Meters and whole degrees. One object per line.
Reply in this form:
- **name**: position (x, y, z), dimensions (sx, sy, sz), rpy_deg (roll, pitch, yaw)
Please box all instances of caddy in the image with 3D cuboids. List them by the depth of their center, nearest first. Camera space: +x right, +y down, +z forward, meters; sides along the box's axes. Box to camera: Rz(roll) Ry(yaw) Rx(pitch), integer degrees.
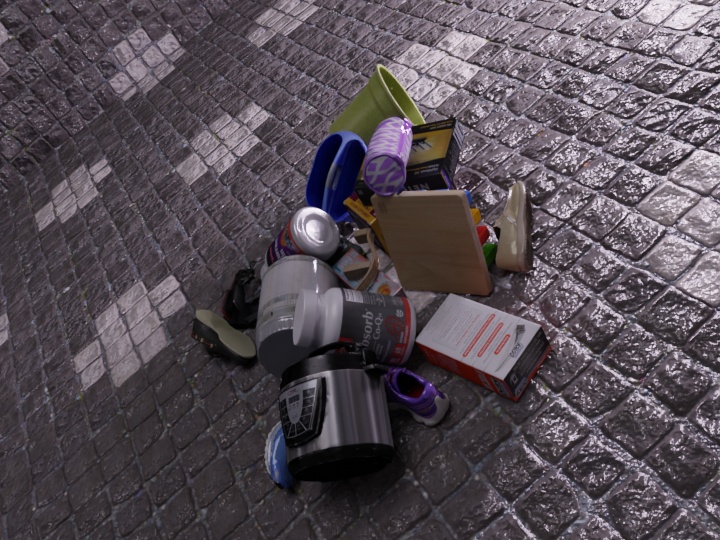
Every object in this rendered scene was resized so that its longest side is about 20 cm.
- **caddy**: position (-0.042, -0.199, 1.664), dimensions (0.139, 0.104, 0.205), rpy_deg (20, 96, 29)

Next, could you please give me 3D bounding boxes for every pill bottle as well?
- **pill bottle**: position (-0.012, 0.093, 1.302), dimensions (0.195, 0.118, 0.117), rpy_deg (8, 38, -14)
- **pill bottle**: position (-0.132, -0.032, 1.573), dimensions (0.200, 0.110, 0.113), rpy_deg (-45, 22, 47)

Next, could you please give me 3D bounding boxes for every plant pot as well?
- **plant pot**: position (0.033, -0.336, 1.768), dimensions (0.183, 0.200, 0.203), rpy_deg (-36, 35, 20)

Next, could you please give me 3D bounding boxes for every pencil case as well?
- **pencil case**: position (0.053, -0.214, 1.397), dimensions (0.086, 0.083, 0.201), rpy_deg (-49, 16, 28)

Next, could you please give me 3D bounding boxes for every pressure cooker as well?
- **pressure cooker**: position (-0.043, 0.216, 1.199), dimensions (0.171, 0.180, 0.205), rpy_deg (-4, 66, -9)

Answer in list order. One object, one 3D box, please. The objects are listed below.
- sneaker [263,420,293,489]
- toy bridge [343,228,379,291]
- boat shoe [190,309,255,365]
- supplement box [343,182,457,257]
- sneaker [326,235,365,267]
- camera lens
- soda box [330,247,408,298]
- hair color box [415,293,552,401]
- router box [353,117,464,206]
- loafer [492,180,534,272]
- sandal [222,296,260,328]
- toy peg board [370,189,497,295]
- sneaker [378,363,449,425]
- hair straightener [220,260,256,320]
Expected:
- **sneaker**: position (-0.095, 0.276, 1.298), dimensions (0.088, 0.079, 0.203), rpy_deg (-5, 47, 38)
- **toy bridge**: position (0.000, 0.000, 1.436), dimensions (0.066, 0.027, 0.203), rpy_deg (-12, 44, 30)
- **boat shoe**: position (-0.289, 0.152, 1.601), dimensions (0.200, 0.073, 0.064), rpy_deg (29, 106, 40)
- **supplement box**: position (0.084, -0.147, 1.577), dimensions (0.199, 0.104, 0.131), rpy_deg (-41, 37, -7)
- **sneaker**: position (-0.066, -0.056, 1.619), dimensions (0.074, 0.081, 0.198), rpy_deg (-49, 39, -16)
- **camera lens**: position (-0.117, 0.085, 1.448), dimensions (0.157, 0.161, 0.203), rpy_deg (-21, 40, 18)
- **soda box**: position (0.021, 0.034, 1.465), dimensions (0.063, 0.069, 0.200), rpy_deg (-41, 37, -6)
- **hair color box**: position (0.197, 0.121, 1.239), dimensions (0.111, 0.064, 0.198), rpy_deg (-49, 37, -17)
- **router box**: position (0.097, -0.215, 1.510), dimensions (0.196, 0.053, 0.160), rpy_deg (-7, 48, 31)
- **loafer**: position (0.275, -0.082, 1.379), dimensions (0.067, 0.076, 0.203), rpy_deg (-9, 45, 22)
- **sandal**: position (-0.222, 0.088, 1.625), dimensions (0.196, 0.043, 0.077), rpy_deg (-11, 44, 30)
- **toy peg board**: position (0.147, -0.072, 1.386), dimensions (0.197, 0.203, 0.098), rpy_deg (3, 36, 40)
- **sneaker**: position (0.062, 0.185, 1.264), dimensions (0.197, 0.084, 0.081), rpy_deg (10, 56, 45)
- **hair straightener**: position (-0.254, 0.034, 1.682), dimensions (0.076, 0.041, 0.201), rpy_deg (-31, 19, 18)
